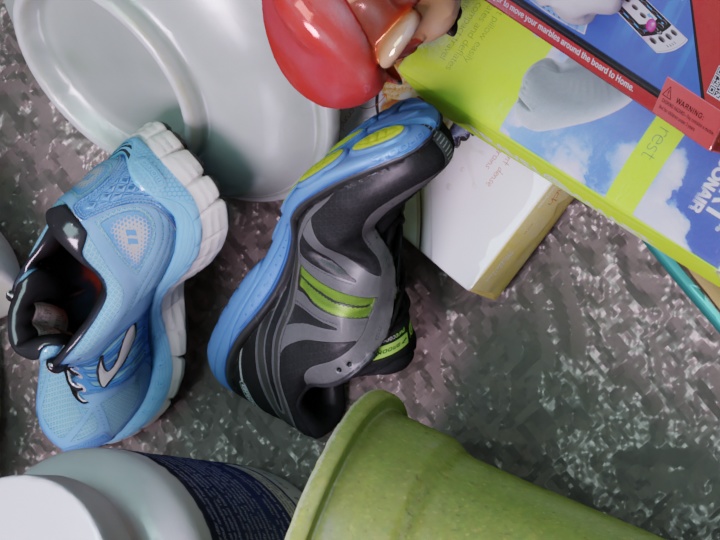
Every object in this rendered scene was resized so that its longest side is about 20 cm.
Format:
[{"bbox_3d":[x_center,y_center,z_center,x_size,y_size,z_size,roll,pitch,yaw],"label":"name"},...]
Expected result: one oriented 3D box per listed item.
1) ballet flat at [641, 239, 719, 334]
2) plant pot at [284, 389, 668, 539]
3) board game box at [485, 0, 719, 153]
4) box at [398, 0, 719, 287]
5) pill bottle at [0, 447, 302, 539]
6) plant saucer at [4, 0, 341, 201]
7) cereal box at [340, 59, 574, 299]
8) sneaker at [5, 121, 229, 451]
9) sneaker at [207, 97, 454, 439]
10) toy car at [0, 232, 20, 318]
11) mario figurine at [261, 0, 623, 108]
[{"bbox_3d":[0.185,0.032,1.119,0.063,0.069,0.200,-33,72,2],"label":"ballet flat"},{"bbox_3d":[0.067,0.168,1.099,0.183,0.200,0.201,14,89,13],"label":"plant pot"},{"bbox_3d":[0.099,-0.136,1.074,0.200,0.019,0.103,39,112,42],"label":"board game box"},{"bbox_3d":[0.127,-0.078,1.119,0.200,0.048,0.122,34,89,28],"label":"box"},{"bbox_3d":[-0.096,0.133,1.156,0.110,0.200,0.112,-3,82,23],"label":"pill bottle"},{"bbox_3d":[-0.100,-0.100,1.198,0.200,0.201,0.050,31,57,25],"label":"plant saucer"},{"bbox_3d":[0.028,-0.103,1.219,0.200,0.039,0.144,40,98,24],"label":"cereal box"},{"bbox_3d":[-0.127,0.016,1.210,0.078,0.090,0.200,47,145,22],"label":"sneaker"},{"bbox_3d":[0.000,0.000,1.175,0.083,0.071,0.200,40,136,10],"label":"sneaker"},{"bbox_3d":[-0.257,0.043,1.249,0.149,0.200,0.176,-10,62,31],"label":"toy car"},{"bbox_3d":[0.044,-0.140,1.084,0.106,0.124,0.200,40,115,-18],"label":"mario figurine"}]
